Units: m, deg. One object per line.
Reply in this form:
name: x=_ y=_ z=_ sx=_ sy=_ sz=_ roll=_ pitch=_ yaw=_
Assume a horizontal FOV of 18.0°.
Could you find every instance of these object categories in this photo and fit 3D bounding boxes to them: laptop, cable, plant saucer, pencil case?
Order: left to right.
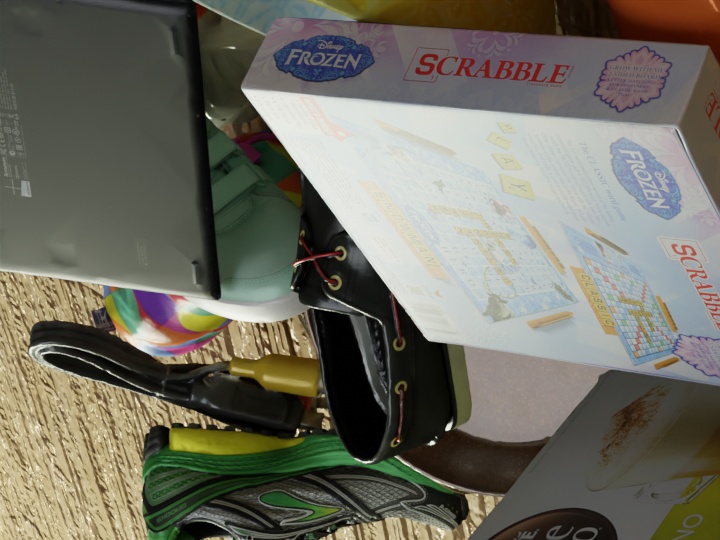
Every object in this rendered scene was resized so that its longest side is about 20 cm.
laptop: x=-0.157 y=-0.102 z=1.138 sx=0.200 sy=0.116 sz=0.187 roll=8 pitch=135 yaw=10
cable: x=-0.101 y=0.061 z=1.374 sx=0.200 sy=0.050 sz=0.097 roll=17 pitch=160 yaw=-5
pencil case: x=-0.090 y=-0.013 z=1.330 sx=0.088 sy=0.088 sz=0.200 roll=51 pitch=147 yaw=-2
plant saucer: x=0.061 y=0.020 z=1.174 sx=0.200 sy=0.034 sz=0.201 roll=14 pitch=118 yaw=30

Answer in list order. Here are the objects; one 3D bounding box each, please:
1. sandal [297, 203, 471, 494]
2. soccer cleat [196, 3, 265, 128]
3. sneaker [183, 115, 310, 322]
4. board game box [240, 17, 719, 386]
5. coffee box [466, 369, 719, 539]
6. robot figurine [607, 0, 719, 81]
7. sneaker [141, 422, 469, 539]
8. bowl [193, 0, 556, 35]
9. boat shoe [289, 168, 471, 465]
sandal: x=0.018 y=0.038 z=1.269 sx=0.200 sy=0.080 sz=0.054 roll=57 pitch=172 yaw=-20
soccer cleat: x=-0.068 y=-0.117 z=1.213 sx=0.078 sy=0.069 sz=0.200 roll=53 pitch=156 yaw=-14
sneaker: x=-0.096 y=-0.057 z=1.169 sx=0.200 sy=0.074 sz=0.118 roll=38 pitch=160 yaw=34
board game box: x=0.079 y=-0.025 z=0.945 sx=0.199 sy=0.041 sz=0.200 roll=9 pitch=152 yaw=33
coffee box: x=0.172 y=0.183 z=1.033 sx=0.198 sy=0.200 sz=0.200 roll=0 pitch=125 yaw=43
robot figurine: x=0.140 y=-0.147 z=0.868 sx=0.116 sy=0.144 sz=0.200 roll=-16 pitch=115 yaw=19
sneaker: x=-0.034 y=0.143 z=1.361 sx=0.200 sy=0.085 sz=0.078 roll=1 pitch=161 yaw=10
bowl: x=0.007 y=-0.151 z=1.014 sx=0.200 sy=0.108 sz=0.200 roll=22 pitch=178 yaw=1
boat shoe: x=0.002 y=0.001 z=1.108 sx=0.074 sy=0.063 sz=0.202 roll=20 pitch=129 yaw=52
